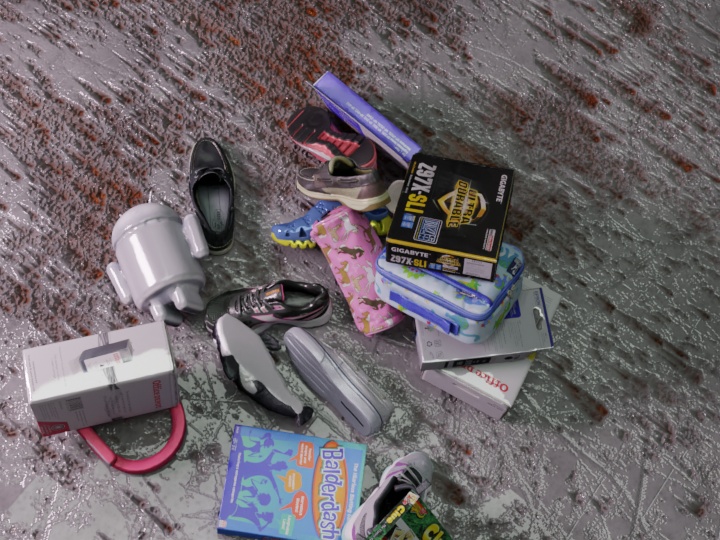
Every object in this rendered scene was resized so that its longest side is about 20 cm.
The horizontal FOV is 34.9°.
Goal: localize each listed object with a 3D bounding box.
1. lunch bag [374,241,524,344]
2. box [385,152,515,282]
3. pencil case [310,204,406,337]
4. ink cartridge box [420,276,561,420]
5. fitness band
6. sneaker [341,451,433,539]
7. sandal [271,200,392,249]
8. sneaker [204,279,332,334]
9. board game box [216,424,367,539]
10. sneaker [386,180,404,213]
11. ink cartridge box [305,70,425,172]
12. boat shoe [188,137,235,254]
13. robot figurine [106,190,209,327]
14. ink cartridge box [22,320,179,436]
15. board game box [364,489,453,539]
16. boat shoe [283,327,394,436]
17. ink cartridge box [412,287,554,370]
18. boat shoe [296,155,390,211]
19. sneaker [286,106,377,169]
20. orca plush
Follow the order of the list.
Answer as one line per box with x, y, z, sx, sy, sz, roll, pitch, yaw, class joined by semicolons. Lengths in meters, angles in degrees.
0.127;0.009;1.649;0.198;0.083;0.161;27;53;22;lunch bag
0.131;-0.080;1.645;0.157;0.050;0.201;10;45;10;box
0.000;0.000;1.724;0.083;0.086;0.202;-36;104;-40;pencil case
0.197;0.103;1.741;0.144;0.084;0.201;27;68;7;ink cartridge box
-0.345;0.204;1.675;0.143;0.038;0.200;-39;78;-21;fitness band
0.066;0.309;1.594;0.078;0.140;0.200;41;49;1;sneaker
-0.047;-0.086;1.784;0.198;0.079;0.088;-14;105;-19;sandal
-0.139;0.045;1.729;0.197;0.087;0.081;-10;68;-9;sneaker
-0.097;0.314;1.648;0.197;0.045;0.154;9;67;-4;board game box
0.131;-0.074;1.790;0.200;0.084;0.075;42;103;27;sneaker
0.017;-0.230;1.796;0.198;0.200;0.044;40;93;10;ink cartridge box
-0.234;-0.129;1.800;0.073;0.066;0.202;-1;68;-6;boat shoe
-0.305;-0.016;1.722;0.168;0.113;0.202;-28;72;10;robot figurine
-0.358;0.151;1.595;0.197;0.146;0.086;-10;66;-12;ink cartridge box
0.079;0.391;1.560;0.105;0.201;0.023;-47;42;-13;board game box
-0.032;0.157;1.713;0.067;0.074;0.200;-35;82;-37;boat shoe
0.178;0.086;1.680;0.197;0.039;0.101;-5;66;-5;ink cartridge box
-0.028;-0.139;1.708;0.071;0.067;0.200;-22;26;-31;boat shoe
-0.047;-0.191;1.845;0.074;0.087;0.200;-42;54;-15;sneaker
-0.154;0.156;1.702;0.199;0.071;0.106;38;48;-8;orca plush
